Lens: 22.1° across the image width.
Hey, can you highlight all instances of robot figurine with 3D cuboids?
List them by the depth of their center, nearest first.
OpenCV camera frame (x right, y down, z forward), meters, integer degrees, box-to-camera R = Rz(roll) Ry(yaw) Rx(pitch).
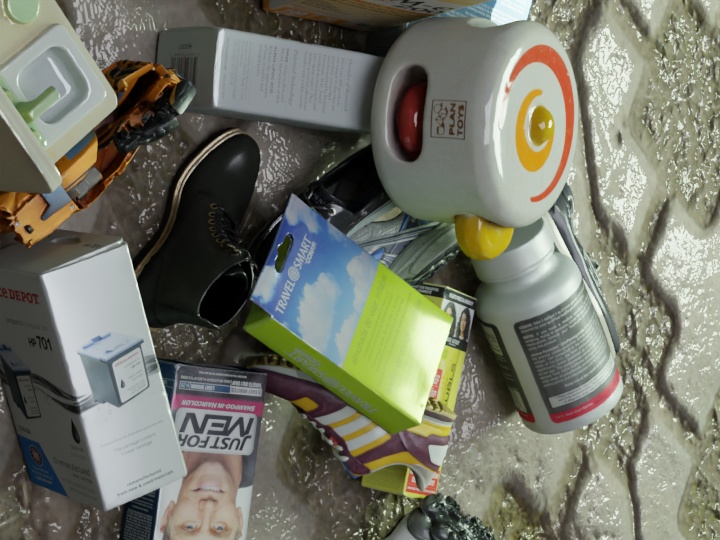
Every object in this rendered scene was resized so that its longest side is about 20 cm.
[{"bbox_3d":[-0.223,-0.102,1.494,0.200,0.145,0.058,-46,116,-17],"label":"robot figurine"}]

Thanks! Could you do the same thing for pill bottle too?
[{"bbox_3d":[0.178,0.052,1.819,0.111,0.110,0.201,-36,115,-29],"label":"pill bottle"}]

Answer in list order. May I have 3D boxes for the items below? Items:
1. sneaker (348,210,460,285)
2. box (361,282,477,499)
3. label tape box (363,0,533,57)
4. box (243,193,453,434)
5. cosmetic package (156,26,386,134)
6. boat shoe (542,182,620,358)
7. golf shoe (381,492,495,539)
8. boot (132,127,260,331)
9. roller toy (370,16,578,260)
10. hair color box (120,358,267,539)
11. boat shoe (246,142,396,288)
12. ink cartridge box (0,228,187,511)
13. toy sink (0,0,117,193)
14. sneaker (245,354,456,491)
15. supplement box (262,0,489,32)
[{"bbox_3d":[0.000,0.000,1.713,0.200,0.077,0.085,-36,78,-12],"label":"sneaker"},{"bbox_3d":[0.056,0.115,1.759,0.075,0.050,0.201,23,79,-60],"label":"box"},{"bbox_3d":[0.078,-0.208,1.755,0.144,0.063,0.201,18,85,-36],"label":"label tape box"},{"bbox_3d":[-0.015,0.039,1.600,0.200,0.048,0.122,37,52,-24],"label":"box"},{"bbox_3d":[-0.071,-0.166,1.624,0.199,0.101,0.075,3,93,-38],"label":"cosmetic package"},{"bbox_3d":[0.226,0.001,1.877,0.063,0.073,0.201,-37,109,-25],"label":"boat shoe"},{"bbox_3d":[0.082,0.283,1.799,0.094,0.078,0.200,-32,139,11],"label":"golf shoe"},{"bbox_3d":[-0.113,-0.030,1.578,0.077,0.138,0.201,36,71,-33],"label":"boot"},{"bbox_3d":[0.107,-0.130,1.631,0.200,0.139,0.183,-58,139,-32],"label":"roller toy"},{"bbox_3d":[-0.148,0.182,1.617,0.100,0.060,0.201,8,89,-37],"label":"hair color box"},{"bbox_3d":[-0.027,-0.056,1.661,0.199,0.070,0.066,-33,152,-20],"label":"boat shoe"},{"bbox_3d":[-0.230,0.078,1.494,0.086,0.146,0.201,-23,107,-31],"label":"ink cartridge box"},{"bbox_3d":[-0.275,-0.146,1.410,0.112,0.199,0.131,-45,117,-25],"label":"toy sink"},{"bbox_3d":[-0.017,0.140,1.673,0.199,0.075,0.091,17,95,-4],"label":"sneaker"},{"bbox_3d":[0.020,-0.267,1.618,0.125,0.199,0.074,6,83,-36],"label":"supplement box"}]
